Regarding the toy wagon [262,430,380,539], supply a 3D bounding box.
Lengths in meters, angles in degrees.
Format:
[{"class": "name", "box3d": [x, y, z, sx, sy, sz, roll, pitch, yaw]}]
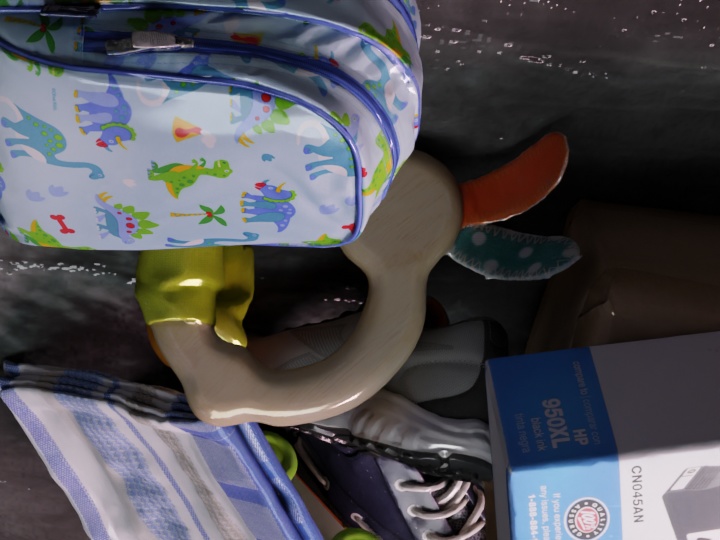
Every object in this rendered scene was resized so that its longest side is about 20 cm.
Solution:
[{"class": "toy wagon", "box3d": [-0.065, 0.140, 1.294, 0.200, 0.040, 0.155, 47, 140, 9]}]

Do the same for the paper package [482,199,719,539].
[{"class": "paper package", "box3d": [0.176, 0.073, 1.160, 0.200, 0.104, 0.191, 8, 124, -10]}]

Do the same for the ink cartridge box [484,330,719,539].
[{"class": "ink cartridge box", "box3d": [0.161, 0.106, 1.067, 0.200, 0.084, 0.145, -7, 123, -1]}]

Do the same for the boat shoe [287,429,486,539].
[{"class": "boat shoe", "box3d": [0.040, 0.129, 1.254, 0.200, 0.075, 0.093, 35, 148, 18]}]

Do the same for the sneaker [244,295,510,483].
[{"class": "sneaker", "box3d": [0.003, 0.048, 1.170, 0.074, 0.079, 0.200, 22, 172, -39]}]

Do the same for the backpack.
[{"class": "backpack", "box3d": [-0.074, -0.079, 0.954, 0.200, 0.154, 0.163, -9, 143, -10]}]

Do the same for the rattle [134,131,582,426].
[{"class": "rattle", "box3d": [0.000, 0.000, 1.132, 0.200, 0.130, 0.143, -27, 160, -7]}]

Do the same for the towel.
[{"class": "towel", "box3d": [-0.094, 0.112, 1.223, 0.200, 0.024, 0.147, 5, 131, 49]}]
